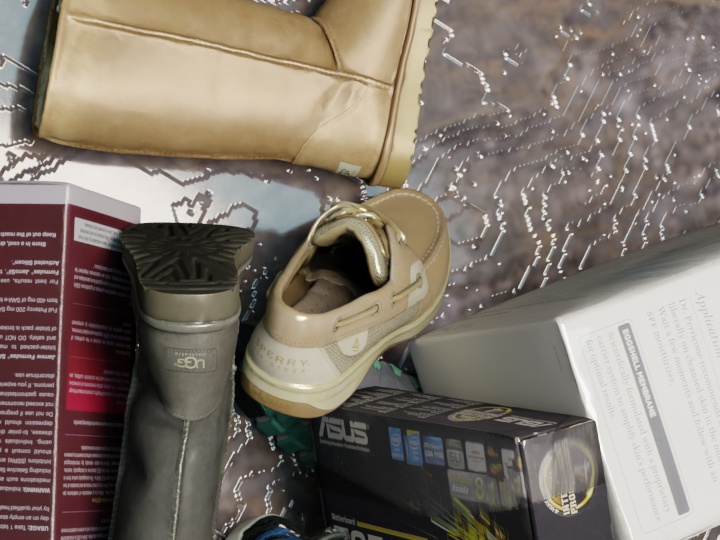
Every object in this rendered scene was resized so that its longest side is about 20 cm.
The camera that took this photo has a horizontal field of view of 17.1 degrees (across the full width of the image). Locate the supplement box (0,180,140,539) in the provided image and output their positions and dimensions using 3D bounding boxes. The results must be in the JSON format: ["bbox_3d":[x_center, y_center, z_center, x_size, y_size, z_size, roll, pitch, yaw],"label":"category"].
[{"bbox_3d":[-0.156,0.062,1.184,0.061,0.109,0.201,0,85,14],"label":"supplement box"}]

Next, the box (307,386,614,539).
[{"bbox_3d":[0.051,0.143,1.139,0.049,0.200,0.162,-11,98,-29],"label":"box"}]

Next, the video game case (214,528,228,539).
[{"bbox_3d":[-0.056,0.266,1.248,0.181,0.036,0.201,33,76,-14],"label":"video game case"}]

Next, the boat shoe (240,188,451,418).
[{"bbox_3d":[0.000,0.000,1.221,0.072,0.065,0.200,21,33,15],"label":"boat shoe"}]

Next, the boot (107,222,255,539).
[{"bbox_3d":[-0.091,0.086,1.178,0.072,0.182,0.201,1,106,2],"label":"boot"}]

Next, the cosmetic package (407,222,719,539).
[{"bbox_3d":[0.160,0.052,1.191,0.199,0.199,0.124,-19,92,-20],"label":"cosmetic package"}]

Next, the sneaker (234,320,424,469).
[{"bbox_3d":[0.012,0.072,1.277,0.200,0.074,0.088,40,63,-23],"label":"sneaker"}]

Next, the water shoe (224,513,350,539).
[{"bbox_3d":[-0.023,0.159,1.149,0.079,0.200,0.072,-34,102,9],"label":"water shoe"}]

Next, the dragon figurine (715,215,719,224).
[{"bbox_3d":[0.246,0.057,1.358,0.099,0.059,0.201,-9,90,-20],"label":"dragon figurine"}]

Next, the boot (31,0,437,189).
[{"bbox_3d":[-0.062,-0.137,1.261,0.199,0.066,0.176,10,74,-14],"label":"boot"}]
